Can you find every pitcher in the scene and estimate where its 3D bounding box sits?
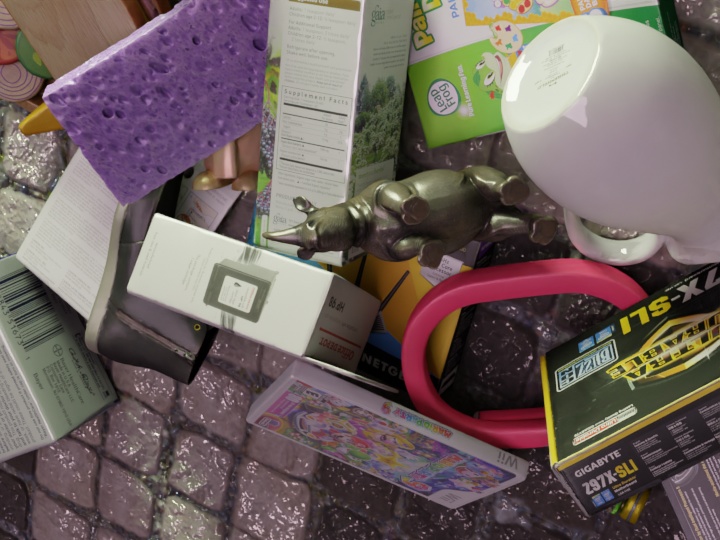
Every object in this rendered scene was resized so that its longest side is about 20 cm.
[{"bbox_3d":[0.172,-0.069,0.734,0.199,0.122,0.171,29,143,-31],"label":"pitcher"}]

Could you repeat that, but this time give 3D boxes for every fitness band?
[{"bbox_3d":[0.130,0.064,0.845,0.199,0.037,0.145,-7,109,11],"label":"fitness band"}]

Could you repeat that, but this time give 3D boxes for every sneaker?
[{"bbox_3d":[-0.161,-0.006,0.965,0.106,0.075,0.201,20,106,8],"label":"sneaker"}]

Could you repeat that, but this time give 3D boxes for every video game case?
[{"bbox_3d":[0.017,0.137,0.888,0.199,0.018,0.143,24,153,-10],"label":"video game case"}]

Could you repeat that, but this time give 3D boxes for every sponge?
[{"bbox_3d":[-0.135,-0.146,0.864,0.199,0.030,0.112,-30,120,7],"label":"sponge"}]

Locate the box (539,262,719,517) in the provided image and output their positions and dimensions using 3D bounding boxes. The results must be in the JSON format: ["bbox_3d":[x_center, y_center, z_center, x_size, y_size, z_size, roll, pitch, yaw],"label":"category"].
[{"bbox_3d":[0.217,0.060,0.726,0.199,0.160,0.049,-31,103,17],"label":"box"}]

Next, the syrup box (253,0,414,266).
[{"bbox_3d":[-0.020,-0.113,0.819,0.081,0.079,0.201,13,110,25],"label":"syrup box"}]

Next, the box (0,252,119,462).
[{"bbox_3d":[-0.378,0.097,1.125,0.199,0.105,0.185,-21,97,32],"label":"box"}]

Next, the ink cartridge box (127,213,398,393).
[{"bbox_3d":[-0.062,0.026,0.852,0.199,0.116,0.067,19,85,22],"label":"ink cartridge box"}]

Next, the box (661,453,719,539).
[{"bbox_3d":[0.304,0.161,0.769,0.160,0.043,0.201,-27,82,19],"label":"box"}]

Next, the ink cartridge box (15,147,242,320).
[{"bbox_3d":[-0.211,-0.045,1.034,0.162,0.050,0.200,38,102,12],"label":"ink cartridge box"}]

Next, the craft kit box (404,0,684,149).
[{"bbox_3d":[0.115,-0.206,0.791,0.197,0.048,0.201,-10,102,34],"label":"craft kit box"}]

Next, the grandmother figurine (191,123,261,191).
[{"bbox_3d":[-0.111,-0.168,0.916,0.120,0.061,0.201,-1,108,15],"label":"grandmother figurine"}]

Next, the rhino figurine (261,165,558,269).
[{"bbox_3d":[0.028,-0.034,0.759,0.087,0.199,0.060,-149,53,-65],"label":"rhino figurine"}]

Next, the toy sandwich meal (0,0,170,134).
[{"bbox_3d":[-0.248,-0.195,0.907,0.204,0.070,0.206,7,125,10],"label":"toy sandwich meal"}]

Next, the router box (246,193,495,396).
[{"bbox_3d":[0.000,0.000,0.916,0.199,0.051,0.150,23,115,20],"label":"router box"}]

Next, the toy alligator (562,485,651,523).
[{"bbox_3d":[0.185,0.147,0.808,0.059,0.200,0.054,26,85,16],"label":"toy alligator"}]
